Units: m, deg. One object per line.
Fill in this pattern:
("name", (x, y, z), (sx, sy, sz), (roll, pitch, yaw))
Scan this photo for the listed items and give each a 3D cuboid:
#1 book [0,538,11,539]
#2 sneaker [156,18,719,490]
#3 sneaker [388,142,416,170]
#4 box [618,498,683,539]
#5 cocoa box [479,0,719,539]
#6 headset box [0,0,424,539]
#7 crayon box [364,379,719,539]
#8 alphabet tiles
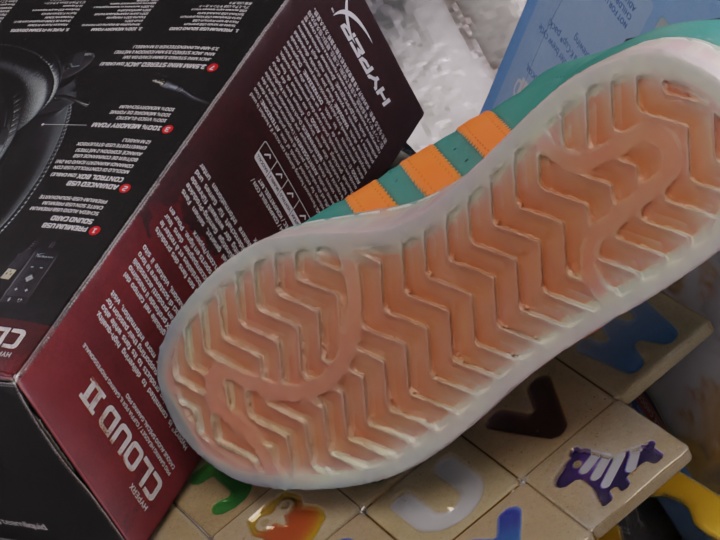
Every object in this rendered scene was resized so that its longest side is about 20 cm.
("book", (-0.177, 0.041, 0.909), (0.199, 0.048, 0.134), (15, 57, 19))
("sneaker", (0.036, -0.004, 0.729), (0.199, 0.072, 0.080), (-28, 2, 34))
("sneaker", (0.000, 0.000, 0.895), (0.080, 0.078, 0.200), (-44, 48, 1))
("box", (-0.009, 0.114, 0.802), (0.199, 0.050, 0.158), (17, 56, 25))
("cocoa box", (0.137, -0.014, 0.793), (0.131, 0.134, 0.200), (-2, 42, -30))
("headset box", (-0.096, -0.006, 0.826), (0.148, 0.077, 0.200), (2, 48, 37))
("crayon box", (0.028, 0.136, 0.710), (0.125, 0.052, 0.200), (30, 65, 31))
("alphabet tiles", (-0.002, 0.043, 0.768), (0.166, 0.006, 0.200), (-39, 34, -11))
